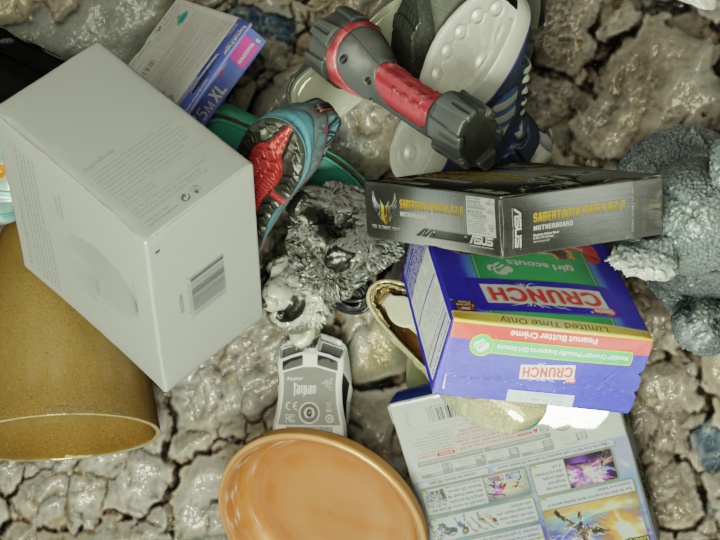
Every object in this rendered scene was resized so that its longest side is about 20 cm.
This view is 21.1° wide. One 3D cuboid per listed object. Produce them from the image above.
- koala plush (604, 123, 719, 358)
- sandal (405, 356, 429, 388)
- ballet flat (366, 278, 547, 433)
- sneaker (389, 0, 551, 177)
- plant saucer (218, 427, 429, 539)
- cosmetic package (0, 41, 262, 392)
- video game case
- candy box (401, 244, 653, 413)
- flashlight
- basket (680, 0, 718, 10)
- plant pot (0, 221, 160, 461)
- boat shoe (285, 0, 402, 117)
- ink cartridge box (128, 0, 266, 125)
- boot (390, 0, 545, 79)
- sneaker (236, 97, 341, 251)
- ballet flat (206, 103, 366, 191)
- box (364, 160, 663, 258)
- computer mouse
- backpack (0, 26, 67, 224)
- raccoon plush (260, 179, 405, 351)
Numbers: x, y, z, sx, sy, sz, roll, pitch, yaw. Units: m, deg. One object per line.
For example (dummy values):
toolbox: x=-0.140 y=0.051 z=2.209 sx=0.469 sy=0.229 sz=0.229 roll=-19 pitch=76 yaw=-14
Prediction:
koala plush: x=0.276 y=-0.042 z=1.595 sx=0.184 sy=0.200 sz=0.177 roll=46 pitch=100 yaw=11
sandal: x=0.085 y=0.042 z=1.719 sx=0.079 sy=0.057 sz=0.203 roll=13 pitch=93 yaw=15
ballet flat: x=0.074 y=0.072 z=1.641 sx=0.199 sy=0.062 sz=0.068 roll=35 pitch=84 yaw=36
sneaker: x=0.123 y=-0.148 z=1.671 sx=0.081 sy=0.145 sz=0.201 roll=50 pitch=120 yaw=38
plant saucer: x=-0.030 y=0.218 z=1.718 sx=0.198 sy=0.038 sz=0.202 roll=11 pitch=125 yaw=16
cosmetic package: x=-0.192 y=-0.046 z=1.624 sx=0.199 sy=0.200 sz=0.123 roll=37 pitch=60 yaw=26
video game case: x=0.144 y=0.173 z=1.687 sx=0.198 sy=0.045 sz=0.183 roll=-14 pitch=100 yaw=14
candy box: x=0.132 y=0.030 z=1.597 sx=0.167 sy=0.201 sz=0.078 roll=7 pitch=118 yaw=-11
flashlight: x=0.035 y=-0.154 z=1.607 sx=0.200 sy=0.067 sz=0.069 roll=37 pitch=118 yaw=42
basket: x=0.226 y=-0.333 z=1.615 sx=0.198 sy=0.198 sz=0.162 roll=21 pitch=92 yaw=15
plant pot: x=-0.282 y=0.058 z=1.769 sx=0.184 sy=0.186 sz=0.202 roll=-10 pitch=73 yaw=15
boat shoe: x=0.018 y=-0.199 z=1.733 sx=0.199 sy=0.062 sz=0.073 roll=-33 pitch=107 yaw=-7
ink cartridge box: x=-0.153 y=-0.176 z=1.717 sx=0.042 sy=0.200 sz=0.120 roll=38 pitch=86 yaw=-26
boot: x=0.098 y=-0.250 z=1.660 sx=0.129 sy=0.201 sz=0.068 roll=-10 pitch=42 yaw=-17
sneaker: x=-0.076 y=-0.078 z=1.666 sx=0.079 sy=0.095 sz=0.200 roll=50 pitch=138 yaw=1
ballet flat: x=-0.067 y=-0.097 z=1.747 sx=0.199 sy=0.071 sz=0.068 roll=28 pitch=106 yaw=-20
box: x=0.119 y=-0.051 z=1.535 sx=0.157 sy=0.199 sz=0.049 roll=-9 pitch=101 yaw=-29
computer mouse: x=-0.044 y=0.097 z=1.763 sx=0.108 sy=0.044 sz=0.203 roll=1 pitch=84 yaw=10
backpack: x=-0.323 y=-0.132 z=1.755 sx=0.199 sy=0.177 sz=0.152 roll=20 pitch=120 yaw=31
raccoon plush: x=0.000 y=0.000 z=1.719 sx=0.135 sy=0.198 sz=0.097 roll=110 pitch=148 yaw=-42
